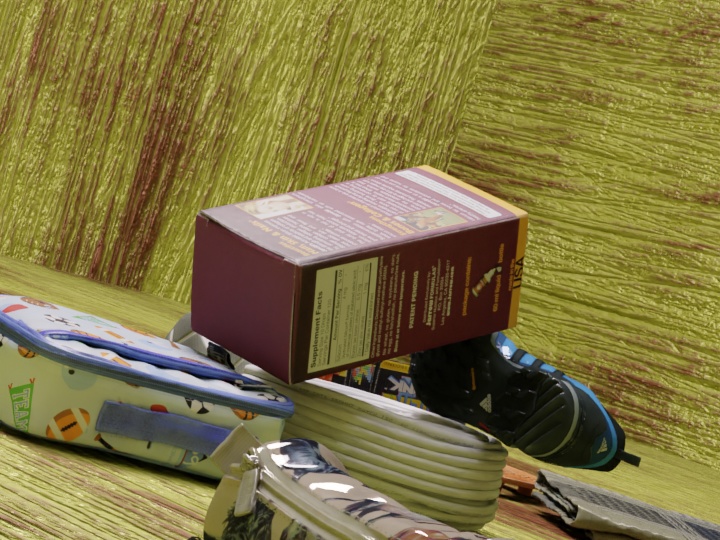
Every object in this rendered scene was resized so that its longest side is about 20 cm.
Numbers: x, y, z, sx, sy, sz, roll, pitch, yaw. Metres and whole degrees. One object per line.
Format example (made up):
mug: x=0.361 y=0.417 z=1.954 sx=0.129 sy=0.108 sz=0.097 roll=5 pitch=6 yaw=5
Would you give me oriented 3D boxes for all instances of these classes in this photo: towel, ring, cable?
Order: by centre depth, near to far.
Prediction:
cable: x=0.002 y=0.119 z=1.712 sx=0.199 sy=0.070 sz=0.200 roll=17 pitch=0 yaw=-3
towel: x=0.238 y=0.214 z=2.000 sx=0.199 sy=0.035 sz=0.193 roll=19 pitch=3 yaw=-7
ring: x=0.067 y=0.163 z=2.167 sx=0.200 sy=0.019 sz=0.200 roll=18 pitch=0 yaw=0

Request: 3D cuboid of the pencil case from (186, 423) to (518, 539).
pencil case: x=0.006 y=0.119 z=0.949 sx=0.089 sy=0.078 sz=0.200 roll=44 pitch=-12 yaw=-25

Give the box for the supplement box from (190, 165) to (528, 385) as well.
supplement box: x=0.000 y=0.000 z=1.646 sx=0.199 sy=0.086 sz=0.110 roll=-13 pitch=27 yaw=-38

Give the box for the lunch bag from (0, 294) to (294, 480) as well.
lunch bag: x=-0.142 y=0.077 z=1.557 sx=0.199 sy=0.076 sz=0.160 roll=15 pitch=3 yaw=-33

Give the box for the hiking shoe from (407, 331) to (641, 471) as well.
hiking shoe: x=0.102 y=0.087 z=1.700 sx=0.087 sy=0.075 sz=0.200 roll=30 pitch=6 yaw=-35

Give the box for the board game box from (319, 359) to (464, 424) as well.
board game box: x=-0.021 y=0.102 z=2.242 sx=0.165 sy=0.057 sz=0.200 roll=14 pitch=-6 yaw=-28

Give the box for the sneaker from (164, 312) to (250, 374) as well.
sneaker: x=-0.115 y=0.091 z=2.126 sx=0.080 sy=0.071 sz=0.200 roll=34 pitch=-5 yaw=-28
